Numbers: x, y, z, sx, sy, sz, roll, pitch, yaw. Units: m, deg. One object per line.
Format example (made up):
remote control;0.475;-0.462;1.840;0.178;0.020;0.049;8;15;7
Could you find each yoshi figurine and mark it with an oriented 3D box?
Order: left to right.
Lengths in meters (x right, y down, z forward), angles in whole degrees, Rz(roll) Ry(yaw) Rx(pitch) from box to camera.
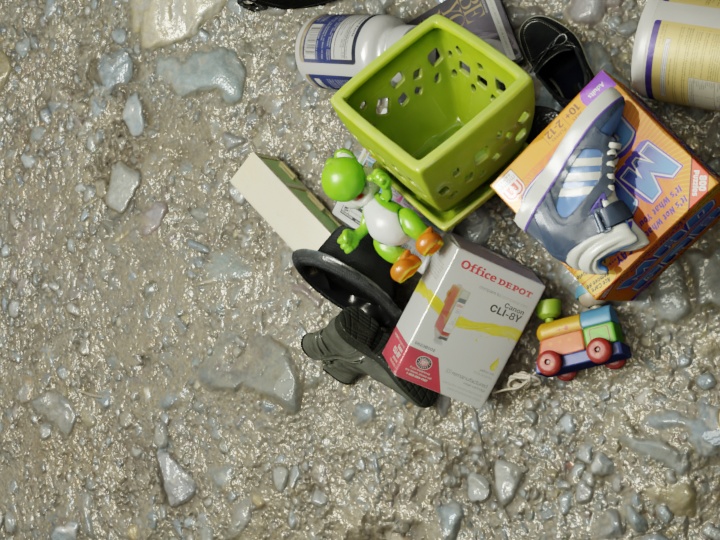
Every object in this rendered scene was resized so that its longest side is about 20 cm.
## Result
yoshi figurine;0.013;-0.083;1.484;0.112;0.112;0.200;-37;78;-19

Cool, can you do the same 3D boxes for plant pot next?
plant pot;0.111;-0.185;1.463;0.199;0.182;0.200;-39;53;-9

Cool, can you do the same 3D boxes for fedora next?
fedora;0.000;0.000;1.590;0.200;0.201;0.092;23;73;26

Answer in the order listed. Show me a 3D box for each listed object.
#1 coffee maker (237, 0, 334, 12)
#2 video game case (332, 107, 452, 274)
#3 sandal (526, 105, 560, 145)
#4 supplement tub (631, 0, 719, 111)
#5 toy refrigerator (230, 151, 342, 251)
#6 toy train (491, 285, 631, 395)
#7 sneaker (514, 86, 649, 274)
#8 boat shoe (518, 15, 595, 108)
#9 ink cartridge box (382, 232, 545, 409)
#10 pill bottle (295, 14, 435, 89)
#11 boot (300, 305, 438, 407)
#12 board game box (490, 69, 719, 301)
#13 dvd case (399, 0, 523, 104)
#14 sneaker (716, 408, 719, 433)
coffee maker;-0.115;-0.512;1.678;0.192;0.135;0.200;3;89;28
video game case;0.068;-0.119;1.616;0.200;0.024;0.182;35;104;35
sandal;0.213;-0.173;1.553;0.200;0.048;0.075;-26;75;37
supplement tub;0.456;-0.272;1.372;0.200;0.145;0.146;17;96;26
toy refrigerator;-0.102;-0.094;1.690;0.200;0.076;0.070;46;108;21
toy train;0.259;0.092;1.501;0.200;0.085;0.116;-17;70;26
sneaker;0.288;-0.093;1.272;0.146;0.081;0.200;36;101;15
boat shoe;0.269;-0.284;1.495;0.075;0.062;0.200;-38;52;21
ink cartridge box;0.142;0.069;1.517;0.145;0.083;0.200;23;101;-15
pill bottle;0.009;-0.316;1.595;0.200;0.111;0.111;13;95;43
boot;0.014;0.141;1.629;0.200;0.068;0.131;42;142;-7
board game box;0.329;-0.100;1.400;0.200;0.200;0.200;-46;69;18
dvd case;0.127;-0.322;1.597;0.200;0.016;0.149;-26;64;24
sneaker;0.522;0.254;1.363;0.090;0.067;0.200;-27;74;29
